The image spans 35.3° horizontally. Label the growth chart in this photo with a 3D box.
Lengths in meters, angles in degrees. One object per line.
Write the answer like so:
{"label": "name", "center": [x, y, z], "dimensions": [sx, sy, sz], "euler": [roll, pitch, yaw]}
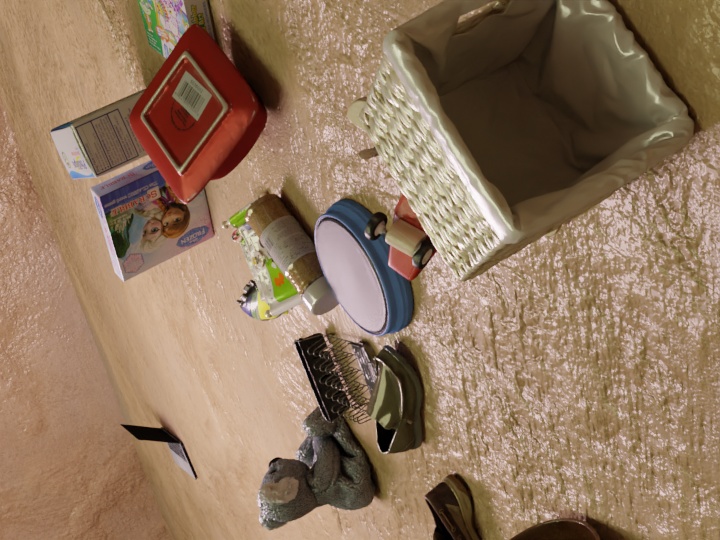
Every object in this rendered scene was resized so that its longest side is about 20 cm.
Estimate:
{"label": "growth chart", "center": [-0.146, -0.025, 1.829], "dimensions": [0.144, 0.018, 0.201], "euler": [-38, 73, 41]}

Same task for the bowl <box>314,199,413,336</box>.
{"label": "bowl", "center": [0.000, 0.000, 1.581], "dimensions": [0.201, 0.039, 0.202], "euler": [47, 152, 34]}

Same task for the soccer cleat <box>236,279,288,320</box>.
{"label": "soccer cleat", "center": [-0.147, 0.042, 1.940], "dimensions": [0.083, 0.065, 0.200], "euler": [34, 155, -13]}

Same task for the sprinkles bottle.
{"label": "sprinkles bottle", "center": [-0.100, -0.026, 1.730], "dimensions": [0.201, 0.068, 0.068], "euler": [53, 156, 23]}

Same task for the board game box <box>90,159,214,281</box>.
{"label": "board game box", "center": [-0.375, -0.104, 2.066], "dimensions": [0.041, 0.199, 0.201], "euler": [41, 150, 40]}

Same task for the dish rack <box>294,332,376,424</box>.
{"label": "dish rack", "center": [-0.023, 0.177, 1.806], "dimensions": [0.200, 0.054, 0.155], "euler": [7, 122, 63]}

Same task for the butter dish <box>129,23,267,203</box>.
{"label": "butter dish", "center": [-0.215, -0.224, 1.680], "dimensions": [0.200, 0.147, 0.200], "euler": [-50, 61, 22]}

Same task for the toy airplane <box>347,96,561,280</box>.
{"label": "toy airplane", "center": [0.094, -0.108, 1.171], "dimensions": [0.198, 0.141, 0.202], "euler": [-18, 91, 29]}

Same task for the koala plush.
{"label": "koala plush", "center": [-0.095, 0.373, 1.986], "dimensions": [0.184, 0.199, 0.178], "euler": [53, 155, 20]}

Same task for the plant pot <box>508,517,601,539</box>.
{"label": "plant pot", "center": [0.259, 0.439, 1.364], "dimensions": [0.201, 0.187, 0.187], "euler": [53, 160, -16]}

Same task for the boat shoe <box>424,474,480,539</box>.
{"label": "boat shoe", "center": [0.135, 0.400, 1.686], "dimensions": [0.072, 0.072, 0.202], "euler": [32, 142, 51]}

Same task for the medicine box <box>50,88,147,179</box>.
{"label": "medicine box", "center": [-0.429, -0.248, 2.020], "dimensions": [0.182, 0.199, 0.104], "euler": [6, 121, 63]}

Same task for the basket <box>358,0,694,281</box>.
{"label": "basket", "center": [0.132, -0.125, 0.965], "dimensions": [0.201, 0.197, 0.161], "euler": [58, 161, 10]}

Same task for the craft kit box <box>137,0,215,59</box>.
{"label": "craft kit box", "center": [-0.291, -0.412, 1.753], "dimensions": [0.200, 0.048, 0.199], "euler": [38, 145, 45]}

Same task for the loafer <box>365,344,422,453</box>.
{"label": "loafer", "center": [0.047, 0.199, 1.657], "dimensions": [0.075, 0.069, 0.201], "euler": [37, 146, 46]}

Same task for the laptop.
{"label": "laptop", "center": [-0.599, 0.537, 3.355], "dimensions": [0.187, 0.115, 0.202], "euler": [15, 128, 62]}
